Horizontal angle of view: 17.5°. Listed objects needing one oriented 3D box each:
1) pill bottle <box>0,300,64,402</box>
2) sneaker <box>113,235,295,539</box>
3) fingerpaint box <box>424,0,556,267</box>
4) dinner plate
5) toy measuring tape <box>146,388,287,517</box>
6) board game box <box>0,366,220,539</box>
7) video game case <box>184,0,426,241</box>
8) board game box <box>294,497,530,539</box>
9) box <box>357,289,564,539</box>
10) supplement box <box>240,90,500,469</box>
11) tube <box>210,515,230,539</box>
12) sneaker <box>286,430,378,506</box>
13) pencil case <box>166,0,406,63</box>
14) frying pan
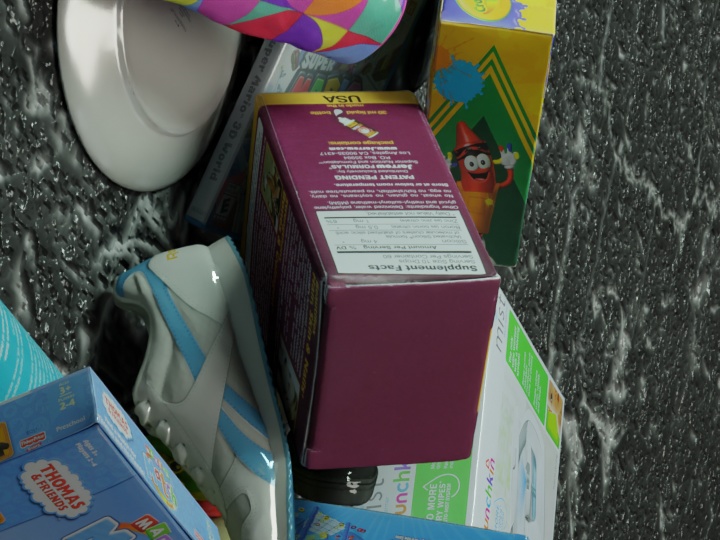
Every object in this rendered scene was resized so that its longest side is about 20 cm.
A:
[{"bbox_3d":[-0.198,0.065,1.106,0.200,0.110,0.111,58,45,-50],"label":"pill bottle"},{"bbox_3d":[-0.084,0.086,1.319,0.077,0.080,0.201,101,-25,-79],"label":"sneaker"},{"bbox_3d":[0.080,-0.128,1.468,0.200,0.073,0.168,-81,178,-56],"label":"fingerpaint box"},{"bbox_3d":[-0.110,-0.145,1.342,0.200,0.024,0.201,-20,112,-62],"label":"dinner plate"},{"bbox_3d":[-0.071,0.104,1.418,0.200,0.073,0.074,-18,111,-61],"label":"toy measuring tape"},{"bbox_3d":[-0.180,0.130,1.071,0.151,0.199,0.037,60,13,-50],"label":"board game box"},{"bbox_3d":[-0.028,-0.109,1.449,0.143,0.018,0.201,17,98,-63],"label":"video game case"},{"bbox_3d":[0.041,0.224,1.525,0.200,0.195,0.056,56,47,-51],"label":"board game box"},{"bbox_3d":[0.068,0.137,1.644,0.177,0.096,0.201,58,33,-51],"label":"box"},{"bbox_3d":[0.000,0.000,1.343,0.200,0.103,0.131,-110,-157,-52],"label":"supplement box"},{"bbox_3d":[-0.119,0.173,1.347,0.200,0.058,0.052,-10,104,-63],"label":"tube"},{"bbox_3d":[-0.014,0.066,1.475,0.200,0.060,0.105,-94,-168,-74],"label":"sneaker"},{"bbox_3d":[-0.066,-0.172,1.288,0.199,0.088,0.089,13,83,-42],"label":"pencil case"},{"bbox_3d":[0.048,-0.199,1.578,0.191,0.031,0.115,-70,166,8],"label":"frying pan"}]
